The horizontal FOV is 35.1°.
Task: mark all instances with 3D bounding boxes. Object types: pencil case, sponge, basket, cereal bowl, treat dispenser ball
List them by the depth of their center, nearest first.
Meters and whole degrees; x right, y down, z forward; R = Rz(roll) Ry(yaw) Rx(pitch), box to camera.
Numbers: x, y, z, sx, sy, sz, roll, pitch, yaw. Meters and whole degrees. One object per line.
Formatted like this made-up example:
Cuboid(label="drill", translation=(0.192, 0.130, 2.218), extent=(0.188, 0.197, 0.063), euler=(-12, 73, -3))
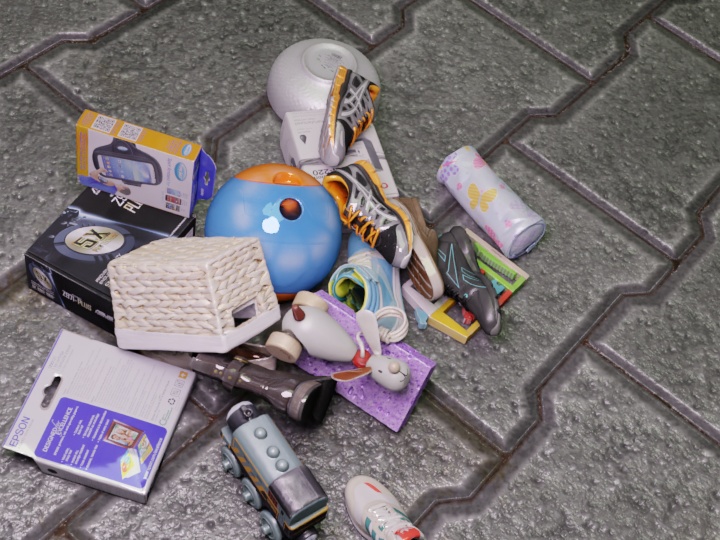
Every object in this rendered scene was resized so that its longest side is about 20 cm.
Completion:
Cuboid(label="basket", translation=(-0.229, 0.029, 1.532), extent=(0.199, 0.124, 0.135), euler=(-1, 18, 33))
Cuboid(label="sponge", translation=(-0.002, 0.127, 1.605), extent=(0.200, 0.112, 0.030), euler=(32, 20, 13))
Cuboid(label="treat dispenser ball", translation=(-0.126, -0.054, 1.654), extent=(0.200, 0.201, 0.202), euler=(5, 53, -7))
Cuboid(label="pencil case", translation=(0.211, -0.112, 1.836), extent=(0.200, 0.083, 0.091), euler=(49, 19, 23))
Cuboid(label="cereal bowl", translation=(-0.059, -0.326, 1.944), extent=(0.199, 0.083, 0.201), euler=(5, 53, -7))

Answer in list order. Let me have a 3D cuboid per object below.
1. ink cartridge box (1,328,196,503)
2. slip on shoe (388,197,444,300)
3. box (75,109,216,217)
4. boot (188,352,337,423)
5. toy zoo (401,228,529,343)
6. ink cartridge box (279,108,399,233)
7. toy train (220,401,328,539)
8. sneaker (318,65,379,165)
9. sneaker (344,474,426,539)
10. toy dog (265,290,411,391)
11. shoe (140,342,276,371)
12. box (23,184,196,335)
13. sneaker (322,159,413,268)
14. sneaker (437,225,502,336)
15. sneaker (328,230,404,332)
Cuboid(label="ink cartridge box", translation=(-0.345, 0.192, 1.525), extent=(0.199, 0.043, 0.199), euler=(19, 52, 0))
Cuboid(label="slip on shoe", translation=(0.091, -0.039, 1.706), extent=(0.060, 0.076, 0.200), euler=(-14, 44, -15))
Cuboid(label="box", translation=(-0.308, -0.148, 1.630), extent=(0.199, 0.119, 0.042), euler=(19, 49, 3))
Cuboid(label="boot", translation=(-0.128, 0.144, 1.534), extent=(0.173, 0.200, 0.070), euler=(20, 88, 14))
Cuboid(label="toy zoo", translation=(0.153, 0.030, 1.761), extent=(0.131, 0.020, 0.200), euler=(38, 56, 16))
Cuboid(label="ink cartridge box", translation=(-0.036, -0.162, 1.826), extent=(0.145, 0.085, 0.201), euler=(-8, 58, -16))
Cuboid(label="toy train", translation=(-0.114, 0.262, 1.476), extent=(0.085, 0.114, 0.200), euler=(-23, 62, -26))
Cuboid(label="sneaker", translation=(-0.017, -0.241, 1.781), extent=(0.077, 0.078, 0.201), euler=(16, 52, -8))
Cuboid(label="sneaker", translation=(0.049, 0.336, 1.466), extent=(0.070, 0.094, 0.200), euler=(-20, 60, -24))
Cuboid(label="toy dog", translation=(-0.028, 0.090, 1.519), extent=(0.199, 0.096, 0.132), euler=(5, 68, 2))
Cuboid(label="shoe", translation=(-0.213, 0.112, 1.605), extent=(0.199, 0.053, 0.070), euler=(12, 52, -2))
Cuboid(label="box", translation=(-0.360, -0.029, 1.660), extent=(0.163, 0.086, 0.200), euler=(28, 53, 11))
Cuboid(label="sneaker", translation=(0.011, -0.078, 1.681), extent=(0.077, 0.078, 0.200), euler=(-12, 52, -31))
Cuboid(label="sneaker", translation=(0.153, 0.024, 1.718), extent=(0.079, 0.076, 0.200), euler=(-18, 52, -7))
Cuboid(label="sneaker", translation=(0.000, 0.000, 1.678), extent=(0.079, 0.130, 0.201), euler=(-30, 53, 21))
